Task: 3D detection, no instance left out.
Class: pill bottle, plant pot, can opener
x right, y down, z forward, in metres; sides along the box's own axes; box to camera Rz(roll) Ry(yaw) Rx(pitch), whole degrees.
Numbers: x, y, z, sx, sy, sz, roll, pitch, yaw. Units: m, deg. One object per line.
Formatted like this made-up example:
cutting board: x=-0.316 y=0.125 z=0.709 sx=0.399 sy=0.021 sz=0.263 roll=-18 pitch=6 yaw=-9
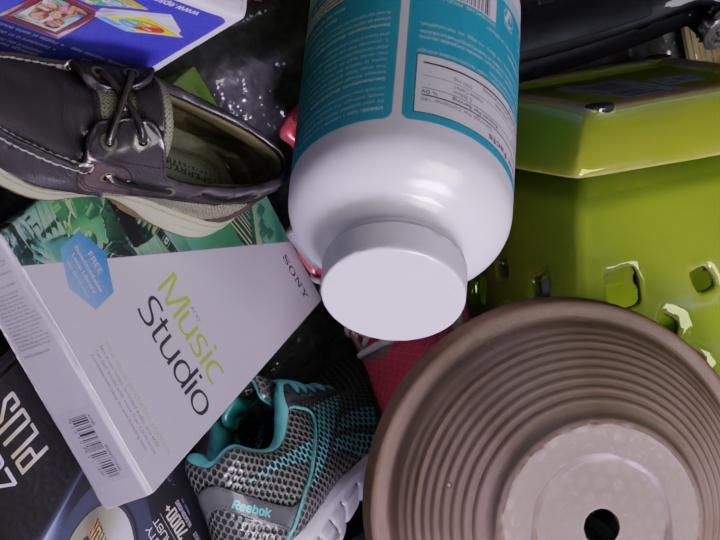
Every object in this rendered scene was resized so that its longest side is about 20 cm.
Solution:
pill bottle: x=0.022 y=-0.066 z=1.234 sx=0.111 sy=0.110 sz=0.201 roll=36 pitch=42 yaw=-32
plant pot: x=0.149 y=-0.015 z=1.361 sx=0.198 sy=0.200 sz=0.183 roll=-11 pitch=103 yaw=-24
can opener: x=0.141 y=-0.142 z=1.382 sx=0.199 sy=0.079 sz=0.064 roll=-26 pitch=160 yaw=-25
plant pot: x=0.105 y=0.117 z=1.206 sx=0.199 sy=0.093 sz=0.203 roll=-1 pitch=94 yaw=-10

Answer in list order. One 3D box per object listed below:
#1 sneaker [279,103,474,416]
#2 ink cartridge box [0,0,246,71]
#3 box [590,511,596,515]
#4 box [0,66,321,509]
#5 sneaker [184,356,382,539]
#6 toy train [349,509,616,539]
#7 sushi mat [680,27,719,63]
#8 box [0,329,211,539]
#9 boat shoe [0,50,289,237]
sneaker: x=0.000 y=0.000 z=1.318 sx=0.086 sy=0.074 sz=0.202 roll=-1 pitch=73 yaw=-33
ink cartridge box: x=-0.185 y=-0.131 z=1.158 sx=0.197 sy=0.199 sz=0.047 roll=17 pitch=67 yaw=-32
box: x=0.251 y=0.138 z=1.499 sx=0.199 sy=0.122 sz=0.107 roll=12 pitch=97 yaw=-32
box: x=-0.103 y=0.004 z=1.234 sx=0.145 sy=0.036 sz=0.200 roll=61 pitch=33 yaw=-15
sneaker: x=-0.034 y=0.085 z=1.305 sx=0.077 sy=0.200 sz=0.092 roll=-18 pitch=110 yaw=24
toy train: x=0.050 y=0.167 z=1.320 sx=0.199 sy=0.114 sz=0.086 roll=-29 pitch=145 yaw=-26
sushi mat: x=0.220 y=-0.177 z=1.456 sx=0.095 sy=0.012 sz=0.201 roll=-25 pitch=115 yaw=-23
box: x=-0.165 y=0.125 z=1.255 sx=0.164 sy=0.086 sz=0.201 roll=-46 pitch=122 yaw=-34
boat shoe: x=-0.112 y=-0.067 z=1.166 sx=0.200 sy=0.066 sz=0.072 roll=20 pitch=54 yaw=-49
